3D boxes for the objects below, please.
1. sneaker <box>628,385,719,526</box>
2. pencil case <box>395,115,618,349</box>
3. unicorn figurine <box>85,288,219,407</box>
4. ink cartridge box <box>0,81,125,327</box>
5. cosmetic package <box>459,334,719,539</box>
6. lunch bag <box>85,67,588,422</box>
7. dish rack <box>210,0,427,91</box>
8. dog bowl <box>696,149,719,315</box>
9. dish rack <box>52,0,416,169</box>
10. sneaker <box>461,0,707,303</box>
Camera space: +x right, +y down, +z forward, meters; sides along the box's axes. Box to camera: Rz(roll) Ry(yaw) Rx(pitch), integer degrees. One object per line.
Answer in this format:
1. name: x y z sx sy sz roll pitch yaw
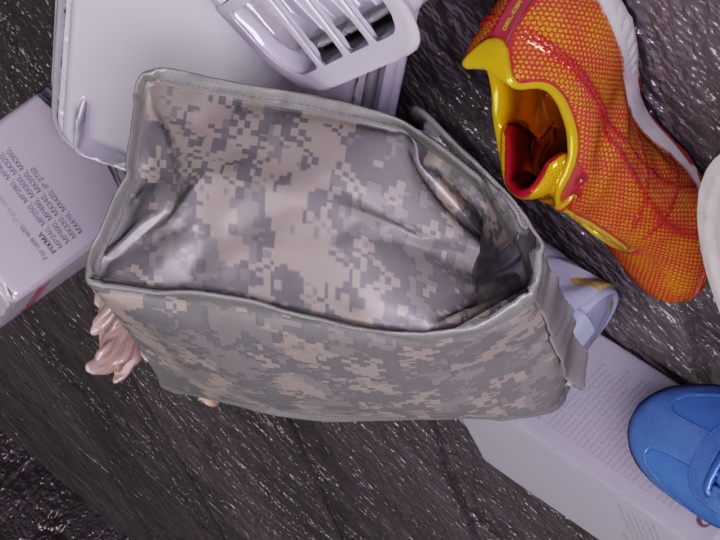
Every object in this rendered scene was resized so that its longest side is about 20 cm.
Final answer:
1. sneaker: 0.200 0.103 1.294 0.200 0.066 0.078 30 -175 31
2. pencil case: 0.035 -0.017 1.429 0.200 0.083 0.091 41 152 13
3. unicorn figurine: -0.046 0.002 1.500 0.074 0.199 0.138 109 158 -45
4. ink cartridge box: -0.137 -0.063 1.506 0.084 0.200 0.145 53 165 -1
5. cosmetic package: 0.141 0.098 1.490 0.200 0.074 0.102 36 164 36
6. lunch bag: 0.000 0.000 1.241 0.199 0.118 0.164 11 163 13
7. dish rack: -0.053 -0.164 1.139 0.200 0.044 0.172 46 164 -10
8. dog bowl: 0.209 0.024 1.014 0.200 0.074 0.200 52 164 22
9. dish rack: -0.067 -0.097 1.311 0.171 0.044 0.200 19 142 6
10. sneaker: 0.092 -0.047 1.198 0.073 0.077 0.200 26 160 43
